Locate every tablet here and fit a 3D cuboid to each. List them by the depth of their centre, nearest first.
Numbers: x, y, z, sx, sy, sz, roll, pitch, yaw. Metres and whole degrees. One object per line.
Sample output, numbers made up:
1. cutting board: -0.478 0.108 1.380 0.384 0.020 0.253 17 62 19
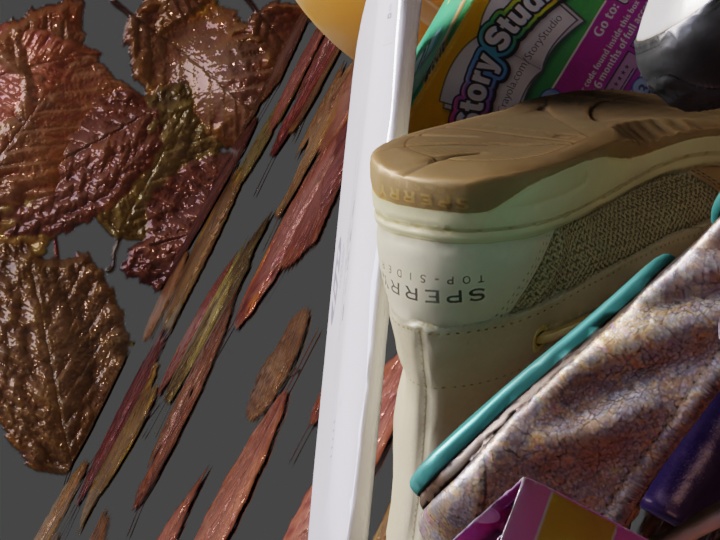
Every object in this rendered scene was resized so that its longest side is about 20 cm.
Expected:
1. tablet: 0.000 0.000 0.873 0.130 0.014 0.200 114 162 -78

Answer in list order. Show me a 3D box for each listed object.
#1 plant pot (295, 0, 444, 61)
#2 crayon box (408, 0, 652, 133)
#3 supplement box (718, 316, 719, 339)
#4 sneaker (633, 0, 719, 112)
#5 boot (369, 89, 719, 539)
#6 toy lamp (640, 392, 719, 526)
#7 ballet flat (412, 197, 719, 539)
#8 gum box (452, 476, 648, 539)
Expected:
1. plant pot: 0.081 -0.190 1.196 0.183 0.200 0.200 -19 41 54
2. crayon box: 0.107 -0.103 0.919 0.200 0.119 0.058 -59 9 19
3. supplement box: 0.160 -0.050 0.530 0.200 0.086 0.110 -49 16 57
4. sneaker: 0.103 -0.131 0.677 0.074 0.080 0.200 -13 50 65
5. boot: 0.069 0.030 0.836 0.200 0.073 0.156 -16 -69 -55
6. toy lamp: 0.124 -0.023 0.771 0.200 0.058 0.058 -62 8 -3
7. ballet flat: 0.101 0.010 0.691 0.200 0.067 0.068 -46 -10 8
8. gum box: 0.037 0.154 0.519 0.066 0.113 0.200 -50 15 55
